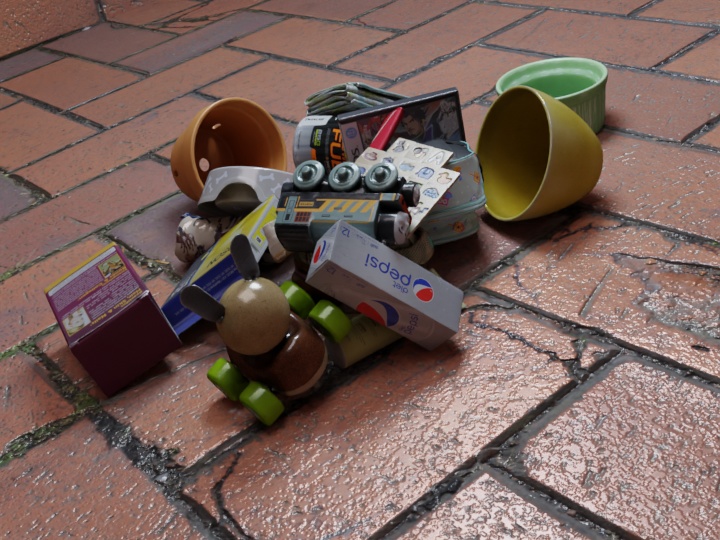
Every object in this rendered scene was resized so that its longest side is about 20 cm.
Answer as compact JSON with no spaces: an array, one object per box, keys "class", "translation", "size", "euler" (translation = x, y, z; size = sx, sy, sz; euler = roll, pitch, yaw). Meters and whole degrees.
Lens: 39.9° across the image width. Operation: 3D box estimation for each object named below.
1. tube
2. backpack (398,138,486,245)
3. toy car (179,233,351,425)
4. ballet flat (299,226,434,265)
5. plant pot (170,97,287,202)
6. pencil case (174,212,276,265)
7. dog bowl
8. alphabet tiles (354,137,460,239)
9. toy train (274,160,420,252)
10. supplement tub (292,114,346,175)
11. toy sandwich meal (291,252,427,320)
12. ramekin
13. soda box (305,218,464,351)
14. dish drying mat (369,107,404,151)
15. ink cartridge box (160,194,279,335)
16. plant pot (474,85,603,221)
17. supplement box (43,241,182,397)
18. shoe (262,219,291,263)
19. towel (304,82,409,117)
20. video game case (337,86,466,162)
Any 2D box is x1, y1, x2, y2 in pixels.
[{"class":"tube","translation":[0.044,0.062,1.325],"size":[0.198,0.059,0.052],"euler":[-27,12,-26]},{"class":"backpack","translation":[0.103,-0.116,1.491],"size":[0.173,0.156,0.200],"euler":[-12,4,0]},{"class":"toy car","translation":[-0.136,0.056,1.213],"size":[0.165,0.201,0.157],"euler":[-49,41,-16]},{"class":"ballet flat","translation":[0.003,-0.045,1.374],"size":[0.197,0.076,0.069],"euler":[1,56,16]},{"class":"plant pot","translation":[-0.249,-0.195,1.772],"size":[0.199,0.202,0.139],"euler":[-35,19,-35]},{"class":"pencil case","translation":[-0.202,-0.054,1.600],"size":[0.197,0.078,0.090],"euler":[1,46,24]},{"class":"dog bowl","translation":[-0.163,-0.119,1.603],"size":[0.196,0.060,0.200],"euler":[6,-9,1]},{"class":"alphabet tiles","translation":[0.037,-0.110,1.368],"size":[0.165,0.006,0.200],"euler":[19,56,35]},{"class":"toy train","translation":[-0.020,-0.078,1.300],"size":[0.197,0.086,0.115],"euler":[3,60,21]},{"class":"supplement tub","translation":[-0.011,-0.213,1.752],"size":[0.197,0.124,0.123],"euler":[3,32,27]},{"class":"toy sandwich meal","translation":[0.000,0.000,1.431],"size":[0.202,0.071,0.206],"euler":[-10,29,6]},{"class":"ramekin","translation":[0.346,-0.299,1.779],"size":[0.197,0.099,0.201],"euler":[-10,30,6]},{"class":"soda box","translation":[0.033,0.021,1.251],"size":[0.063,0.198,0.069],"euler":[-39,29,47]},{"class":"dish drying mat","translation":[0.007,-0.155,1.508],"size":[0.202,0.018,0.077],"euler":[-60,11,-8]},{"class":"ink cartridge box","translation":[-0.208,-0.001,1.455],"size":[0.197,0.047,0.201],"euler":[-34,16,30]},{"class":"plant pot","translation":[0.286,-0.171,1.518],"size":[0.140,0.203,0.200],"euler":[4,21,-26]},{"class":"supplement box","translation":[-0.354,0.064,1.408],"size":[0.130,0.104,0.200],"euler":[-34,33,-10]},{"class":"shoe","translation":[-0.086,-0.073,1.436],"size":[0.070,0.053,0.200],"euler":[-41,4,27]},{"class":"towel","translation":[0.016,-0.289,1.806],"size":[0.198,0.049,0.170],"euler":[14,-9,-33]},{"class":"video game case","translation":[0.075,-0.186,1.608],"size":[0.197,0.183,0.026],"euler":[-13,27,-1]}]
